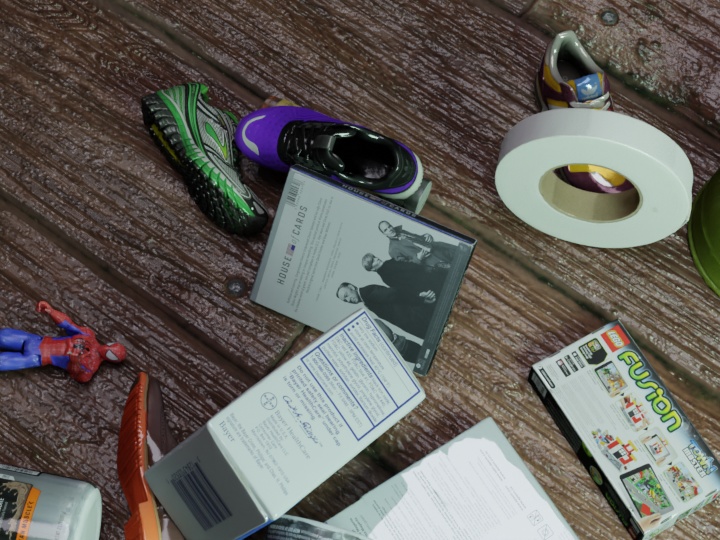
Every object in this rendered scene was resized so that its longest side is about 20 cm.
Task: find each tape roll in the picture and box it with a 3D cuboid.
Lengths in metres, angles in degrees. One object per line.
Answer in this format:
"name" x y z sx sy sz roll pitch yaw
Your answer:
"tape roll" 0.235 -0.091 1.614 0.200 0.203 0.037 13 62 3

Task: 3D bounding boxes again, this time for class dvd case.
"dvd case" 0.000 0.000 1.594 0.198 0.152 0.025 23 23 9

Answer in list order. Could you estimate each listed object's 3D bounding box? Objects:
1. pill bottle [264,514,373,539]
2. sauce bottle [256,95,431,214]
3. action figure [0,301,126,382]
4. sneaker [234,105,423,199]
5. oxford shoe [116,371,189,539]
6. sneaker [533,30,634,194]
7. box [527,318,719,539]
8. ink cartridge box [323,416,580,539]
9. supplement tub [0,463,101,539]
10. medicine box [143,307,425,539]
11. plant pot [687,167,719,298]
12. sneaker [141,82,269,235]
"pill bottle" -0.056 0.327 1.421 0.105 0.106 0.202 14 77 4
"sauce bottle" -0.021 -0.117 1.689 0.198 0.066 0.066 28 64 8
"action figure" -0.328 0.069 1.557 0.197 0.099 0.066 2 63 -5
"sneaker" -0.036 -0.127 1.607 0.198 0.099 0.070 14 90 10
"oxford shoe" -0.188 0.194 1.523 0.072 0.071 0.202 4 65 -24
"sneaker" 0.241 -0.160 1.711 0.074 0.090 0.202 -18 65 -13
"box" 0.264 0.157 1.580 0.109 0.035 0.201 -26 67 -16
"ink cartridge box" 0.097 0.269 1.508 0.199 0.043 0.197 -30 68 -14
"supplement tub" -0.343 0.234 1.452 0.197 0.123 0.124 10 62 2
"medicine box" -0.070 0.149 1.449 0.199 0.182 0.103 -35 87 -32
"plant pot" 0.452 -0.076 1.624 0.198 0.194 0.203 2 62 -3
"sneaker" -0.150 -0.124 1.676 0.085 0.078 0.201 -28 67 -17
